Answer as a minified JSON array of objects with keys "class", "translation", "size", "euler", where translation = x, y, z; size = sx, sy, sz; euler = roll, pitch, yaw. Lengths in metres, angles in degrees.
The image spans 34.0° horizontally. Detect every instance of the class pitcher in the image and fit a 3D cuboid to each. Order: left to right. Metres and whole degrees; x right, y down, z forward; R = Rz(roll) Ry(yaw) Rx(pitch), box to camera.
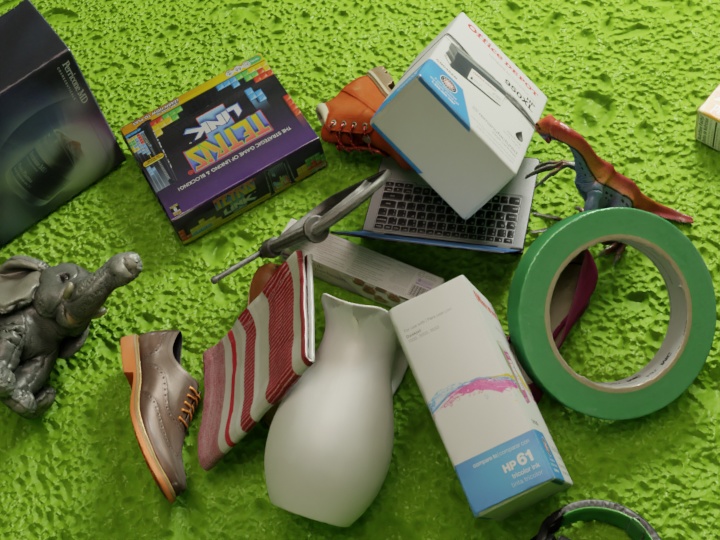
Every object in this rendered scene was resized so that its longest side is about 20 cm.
[{"class":"pitcher","translation":[-0.009,0.142,1.149],"size":[0.120,0.171,0.203],"euler":[13,81,29]}]

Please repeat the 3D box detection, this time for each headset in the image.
[{"class":"headset","translation":[0.189,0.278,1.041],"size":[0.199,0.095,0.123],"euler":[-35,57,-25]}]

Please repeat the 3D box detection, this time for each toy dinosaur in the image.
[{"class":"toy dinosaur","translation":[0.241,-0.099,1.214],"size":[0.197,0.183,0.106],"euler":[-24,52,-9]}]

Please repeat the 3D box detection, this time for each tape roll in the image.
[{"class":"tape roll","translation":[0.243,0.041,1.142],"size":[0.197,0.048,0.204],"euler":[0,90,-7]}]

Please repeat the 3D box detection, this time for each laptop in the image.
[{"class":"laptop","translation":[0.087,-0.081,1.275],"size":[0.184,0.116,0.202],"euler":[7,60,15]}]

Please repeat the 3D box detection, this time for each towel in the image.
[{"class":"towel","translation":[-0.106,0.089,1.170],"size":[0.023,0.200,0.146],"euler":[22,41,-26]}]

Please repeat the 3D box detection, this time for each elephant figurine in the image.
[{"class":"elephant figurine","translation":[-0.338,0.049,1.270],"size":[0.154,0.142,0.201],"euler":[32,74,11]}]

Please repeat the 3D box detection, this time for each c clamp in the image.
[{"class":"c clamp","translation":[-0.052,-0.044,1.218],"size":[0.170,0.199,0.027],"euler":[-37,97,-29]}]

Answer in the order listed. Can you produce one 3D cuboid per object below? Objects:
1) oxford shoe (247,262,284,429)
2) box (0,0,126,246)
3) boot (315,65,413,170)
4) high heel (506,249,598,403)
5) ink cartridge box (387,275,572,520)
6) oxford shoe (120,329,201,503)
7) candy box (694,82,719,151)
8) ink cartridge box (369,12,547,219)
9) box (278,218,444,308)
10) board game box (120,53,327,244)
[{"class":"oxford shoe","translation":[-0.087,0.067,1.244],"size":[0.070,0.072,0.202],"euler":[-14,55,4]},{"class":"box","translation":[-0.408,-0.168,1.375],"size":[0.197,0.201,0.123],"euler":[-37,58,-13]},{"class":"boot","translation":[0.013,-0.157,1.346],"size":[0.106,0.076,0.201],"euler":[-24,34,-5]},{"class":"high heel","translation":[0.174,0.067,1.176],"size":[0.067,0.096,0.200],"euler":[35,70,28]},{"class":"ink cartridge box","translation":[0.112,0.120,1.090],"size":[0.084,0.144,0.202],"euler":[-27,72,9]},{"class":"oxford shoe","translation":[-0.199,0.142,1.218],"size":[0.072,0.072,0.202],"euler":[-16,56,-5]},{"class":"candy box","translation":[0.479,-0.153,1.280],"size":[0.199,0.056,0.116],"euler":[34,70,28]},{"class":"ink cartridge box","translation":[0.111,-0.171,1.262],"size":[0.144,0.084,0.201],"euler":[43,34,-9]},{"class":"box","translation":[0.000,0.000,1.286],"size":[0.198,0.039,0.042],"euler":[21,63,22]},{"class":"board game box","translation":[-0.164,-0.148,1.402],"size":[0.198,0.057,0.166],"euler":[-30,56,-8]}]
